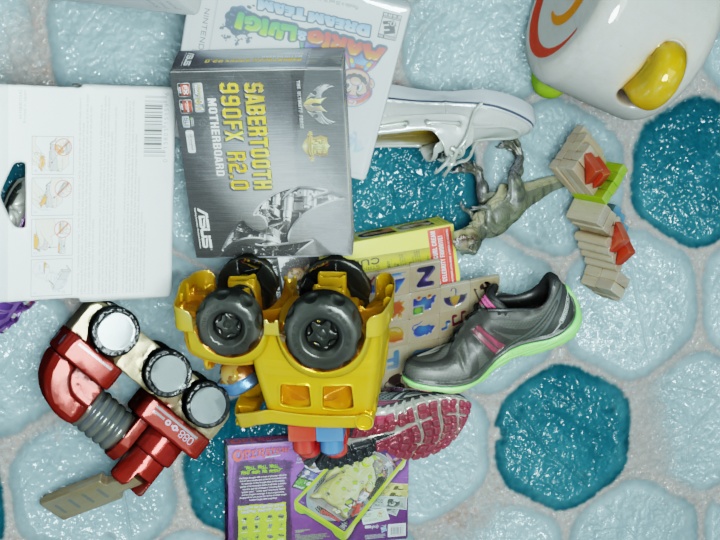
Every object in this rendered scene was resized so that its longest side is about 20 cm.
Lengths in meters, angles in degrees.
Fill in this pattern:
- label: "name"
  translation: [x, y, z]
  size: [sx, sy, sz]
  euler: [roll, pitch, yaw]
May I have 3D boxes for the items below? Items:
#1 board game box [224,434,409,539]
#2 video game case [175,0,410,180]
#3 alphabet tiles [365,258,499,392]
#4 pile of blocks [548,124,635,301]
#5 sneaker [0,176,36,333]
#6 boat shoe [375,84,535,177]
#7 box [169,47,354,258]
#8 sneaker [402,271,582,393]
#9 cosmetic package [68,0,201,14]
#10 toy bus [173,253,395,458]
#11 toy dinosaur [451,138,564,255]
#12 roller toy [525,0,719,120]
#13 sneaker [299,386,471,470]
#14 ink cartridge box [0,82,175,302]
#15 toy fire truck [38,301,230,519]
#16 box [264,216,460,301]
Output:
- label: "board game box"
  translation: [-0.045, 0.233, 1.257]
  size: [0.198, 0.032, 0.121]
  euler: [-1, 104, -15]
- label: "video game case"
  translation: [-0.070, -0.186, 1.101]
  size: [0.198, 0.024, 0.183]
  euler: [12, 123, -6]
- label: "alphabet tiles"
  translation: [0.050, 0.062, 1.226]
  size: [0.198, 0.008, 0.168]
  euler: [-11, 127, -13]
- label: "pile of blocks"
  translation: [0.267, -0.056, 1.254]
  size: [0.082, 0.062, 0.201]
  euler: [-34, 119, -26]
- label: "sneaker"
  translation: [-0.324, 0.015, 1.116]
  size: [0.083, 0.081, 0.201]
  euler: [24, 93, -24]
- label: "boat shoe"
  translation: [0.080, -0.133, 1.182]
  size: [0.200, 0.075, 0.087]
  euler: [4, 71, -13]
- label: "box"
  translation: [-0.087, -0.107, 1.112]
  size: [0.157, 0.049, 0.201]
  euler: [0, 124, 4]
- label: "sneaker"
  translation: [0.128, 0.060, 1.214]
  size: [0.199, 0.077, 0.084]
  euler: [-26, 112, -6]
- label: "cosmetic package"
  translation: [-0.216, -0.341, 0.979]
  size: [0.164, 0.165, 0.202]
  euler: [10, 84, 23]
- label: "toy bus"
  translation: [-0.069, 0.091, 1.111]
  size: [0.198, 0.136, 0.194]
  euler: [3, 110, 4]
- label: "toy dinosaur"
  translation: [0.151, -0.087, 1.237]
  size: [0.199, 0.047, 0.089]
  euler: [-30, 91, -27]
- label: "roller toy"
  translation: [0.264, -0.249, 1.164]
  size: [0.139, 0.200, 0.184]
  euler: [21, 89, -18]
- label: "sneaker"
  translation: [0.023, 0.147, 1.227]
  size: [0.198, 0.075, 0.081]
  euler: [-2, 126, -21]
- label: "ink cartridge box"
  translation: [-0.260, -0.072, 1.092]
  size: [0.172, 0.043, 0.202]
  euler: [-2, 102, -26]
- label: "toy fire truck"
  translation: [-0.253, 0.150, 1.150]
  size: [0.176, 0.128, 0.201]
  euler: [41, 78, -18]
- label: "box"
  translation: [0.000, 0.000, 1.212]
  size: [0.198, 0.050, 0.076]
  euler: [-10, 104, -14]
